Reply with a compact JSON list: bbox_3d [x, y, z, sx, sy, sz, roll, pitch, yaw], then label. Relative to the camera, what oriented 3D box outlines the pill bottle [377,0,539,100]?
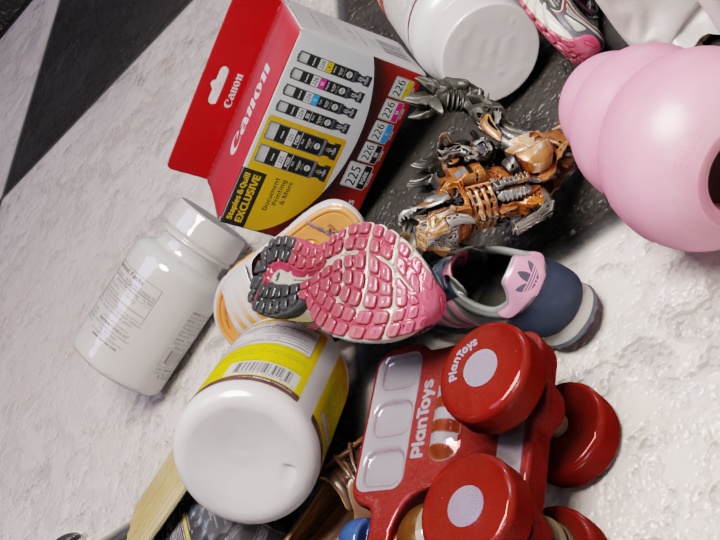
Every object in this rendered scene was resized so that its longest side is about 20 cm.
[{"bbox_3d":[0.087,-0.240,0.893,0.110,0.109,0.201,-46,35,17],"label":"pill bottle"}]

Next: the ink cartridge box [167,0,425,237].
[{"bbox_3d":[-0.066,-0.137,0.905,0.201,0.174,0.084,-63,29,24],"label":"ink cartridge box"}]

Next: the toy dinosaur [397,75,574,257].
[{"bbox_3d":[0.103,-0.075,0.724,0.135,0.199,0.103,36,124,36],"label":"toy dinosaur"}]

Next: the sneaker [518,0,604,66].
[{"bbox_3d":[0.175,-0.251,0.815,0.074,0.080,0.201,-32,41,30],"label":"sneaker"}]

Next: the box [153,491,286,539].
[{"bbox_3d":[-0.137,0.238,0.807,0.162,0.049,0.200,-61,18,1],"label":"box"}]

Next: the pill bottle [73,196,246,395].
[{"bbox_3d":[-0.218,0.026,1.067,0.201,0.114,0.114,-56,33,2],"label":"pill bottle"}]

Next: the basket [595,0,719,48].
[{"bbox_3d":[0.222,-0.226,0.631,0.124,0.200,0.136,-50,34,2],"label":"basket"}]

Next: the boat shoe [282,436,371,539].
[{"bbox_3d":[0.007,0.161,0.706,0.201,0.067,0.072,-56,33,3],"label":"boat shoe"}]

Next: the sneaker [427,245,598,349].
[{"bbox_3d":[0.082,0.006,0.722,0.199,0.082,0.071,1,63,56],"label":"sneaker"}]

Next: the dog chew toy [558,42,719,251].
[{"bbox_3d":[0.195,-0.093,0.631,0.125,0.124,0.200,-51,25,10],"label":"dog chew toy"}]

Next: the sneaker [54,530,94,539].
[{"bbox_3d":[-0.225,0.332,0.872,0.075,0.081,0.201,-30,54,-6],"label":"sneaker"}]

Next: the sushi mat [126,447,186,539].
[{"bbox_3d":[-0.167,0.187,0.843,0.201,0.012,0.096,-54,18,32],"label":"sushi mat"}]

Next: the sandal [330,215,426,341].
[{"bbox_3d":[0.000,0.000,0.828,0.200,0.054,0.082,-36,26,51],"label":"sandal"}]

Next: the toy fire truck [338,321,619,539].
[{"bbox_3d":[0.061,0.134,0.610,0.167,0.112,0.202,-16,50,41],"label":"toy fire truck"}]

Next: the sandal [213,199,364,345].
[{"bbox_3d":[-0.079,0.011,0.907,0.207,0.079,0.059,-44,7,30],"label":"sandal"}]

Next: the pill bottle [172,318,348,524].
[{"bbox_3d":[-0.069,0.105,0.763,0.109,0.109,0.200,-46,5,17],"label":"pill bottle"}]

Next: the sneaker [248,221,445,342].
[{"bbox_3d":[-0.003,0.011,0.703,0.199,0.074,0.081,9,80,57],"label":"sneaker"}]
